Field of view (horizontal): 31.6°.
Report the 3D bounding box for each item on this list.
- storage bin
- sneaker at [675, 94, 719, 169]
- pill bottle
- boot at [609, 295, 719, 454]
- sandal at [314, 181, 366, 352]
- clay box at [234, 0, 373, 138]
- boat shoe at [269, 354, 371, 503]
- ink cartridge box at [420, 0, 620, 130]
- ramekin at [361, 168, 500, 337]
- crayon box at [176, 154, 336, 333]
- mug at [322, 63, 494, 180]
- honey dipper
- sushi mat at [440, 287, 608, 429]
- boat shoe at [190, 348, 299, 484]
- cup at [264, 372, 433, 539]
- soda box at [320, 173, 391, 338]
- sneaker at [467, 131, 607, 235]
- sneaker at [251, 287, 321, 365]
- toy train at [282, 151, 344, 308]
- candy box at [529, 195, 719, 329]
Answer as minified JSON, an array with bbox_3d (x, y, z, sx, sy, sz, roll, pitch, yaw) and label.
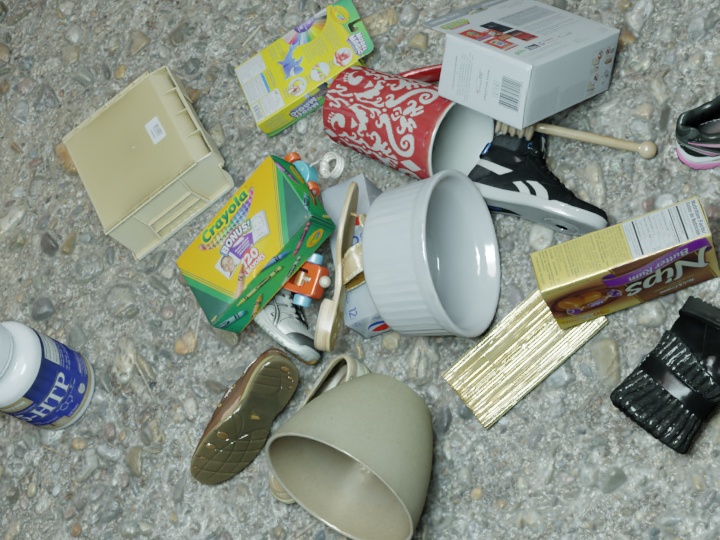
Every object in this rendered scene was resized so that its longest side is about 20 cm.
[{"bbox_3d":[-0.307,-0.161,1.849,0.198,0.094,0.201,-36,58,8],"label":"storage bin"},{"bbox_3d":[0.459,-0.178,1.475,0.199,0.086,0.081,-23,63,16],"label":"sneaker"},{"bbox_3d":[-0.467,0.138,1.741,0.119,0.200,0.121,-10,65,23],"label":"pill bottle"},{"bbox_3d":[0.392,0.137,1.381,0.210,0.079,0.158,30,78,43],"label":"boot"},{"bbox_3d":[0.001,0.001,1.575,0.069,0.078,0.214,11,81,11],"label":"sandal"},{"bbox_3d":[-0.074,-0.291,1.812,0.199,0.048,0.116,-30,59,11],"label":"clay box"},{"bbox_3d":[-0.059,0.196,1.592,0.072,0.065,0.201,30,85,33],"label":"boat shoe"},{"bbox_3d":[0.193,-0.266,1.580,0.175,0.199,0.085,29,128,33],"label":"ink cartridge box"},{"bbox_3d":[0.084,-0.015,1.536,0.097,0.200,0.202,-9,65,31],"label":"ramekin"},{"bbox_3d":[-0.135,-0.033,1.625,0.200,0.058,0.119,-47,55,17],"label":"crayon box"},{"bbox_3d":[0.071,-0.198,1.676,0.199,0.177,0.135,23,124,36],"label":"mug"},{"bbox_3d":[0.265,-0.164,1.560,0.198,0.038,0.038,14,74,4],"label":"honey dipper"},{"bbox_3d":[0.197,0.094,1.537,0.200,0.012,0.096,-42,56,5],"label":"sushi mat"},{"bbox_3d":[-0.152,0.188,1.649,0.201,0.072,0.068,-54,23,7],"label":"boat shoe"},{"bbox_3d":[0.008,0.208,1.500,0.199,0.201,0.144,14,51,30],"label":"cup"},{"bbox_3d":[0.006,-0.019,1.650,0.068,0.063,0.202,-22,61,19],"label":"soda box"},{"bbox_3d":[0.227,-0.119,1.575,0.199,0.073,0.113,18,77,31],"label":"sneaker"},{"bbox_3d":[-0.108,0.039,1.677,0.088,0.076,0.200,-44,61,-5],"label":"sneaker"},{"bbox_3d":[-0.071,-0.053,1.655,0.149,0.055,0.202,9,82,38],"label":"toy train"},{"bbox_3d":[0.305,-0.006,1.455,0.198,0.117,0.057,-18,61,13],"label":"candy box"}]
